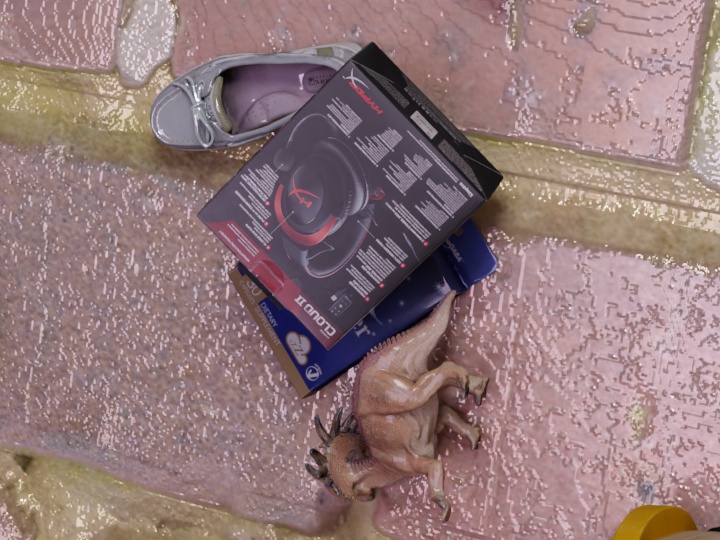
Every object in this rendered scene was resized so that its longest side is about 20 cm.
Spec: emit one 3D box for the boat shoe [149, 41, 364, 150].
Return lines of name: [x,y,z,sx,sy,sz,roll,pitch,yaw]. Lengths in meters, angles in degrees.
boat shoe: [-0.086,-0.139,1.792,0.201,0.065,0.075,-8,93,25]

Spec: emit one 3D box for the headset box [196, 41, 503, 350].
headset box: [-0.015,-0.050,1.713,0.149,0.075,0.200,45,112,-2]

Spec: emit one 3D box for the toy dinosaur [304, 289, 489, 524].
toy dinosaur: [0.022,0.111,1.750,0.135,0.086,0.201,13,110,16]

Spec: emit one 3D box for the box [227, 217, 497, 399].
box: [0.000,0.000,1.788,0.200,0.032,0.121,-35,81,24]

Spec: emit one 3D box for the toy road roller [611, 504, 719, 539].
toy road roller: [0.224,0.274,1.671,0.146,0.123,0.201,0,94,39]
